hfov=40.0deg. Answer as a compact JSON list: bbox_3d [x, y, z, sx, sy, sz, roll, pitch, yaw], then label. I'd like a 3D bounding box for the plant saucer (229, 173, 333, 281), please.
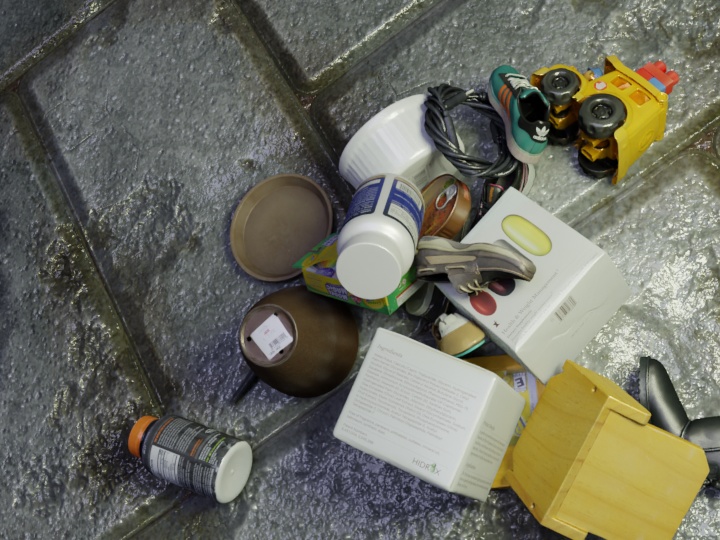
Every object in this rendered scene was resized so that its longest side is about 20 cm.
[{"bbox_3d":[-0.137,-0.074,1.742,0.199,0.029,0.202,-7,70,19],"label":"plant saucer"}]

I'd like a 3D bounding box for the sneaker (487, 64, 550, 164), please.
[{"bbox_3d":[0.252,-0.259,1.517,0.071,0.080,0.201,4,49,-20],"label":"sneaker"}]

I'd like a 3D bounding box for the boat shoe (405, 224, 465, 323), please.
[{"bbox_3d":[0.132,-0.015,1.599,0.072,0.060,0.202,0,67,58],"label":"boat shoe"}]

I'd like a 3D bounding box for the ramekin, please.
[{"bbox_3d":[0.072,-0.180,1.602,0.200,0.200,0.098,-37,70,7],"label":"ramekin"}]

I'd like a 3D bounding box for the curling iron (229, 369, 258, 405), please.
[{"bbox_3d":[-0.153,0.154,1.675,0.200,0.026,0.050,-45,66,3],"label":"curling iron"}]

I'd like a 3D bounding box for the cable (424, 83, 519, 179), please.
[{"bbox_3d":[0.172,-0.219,1.526,0.051,0.162,0.201,-52,22,43],"label":"cable"}]

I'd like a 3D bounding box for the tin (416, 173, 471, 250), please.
[{"bbox_3d":[0.102,-0.070,1.592,0.200,0.042,0.112,-44,38,32],"label":"tin"}]

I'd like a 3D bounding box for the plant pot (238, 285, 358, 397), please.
[{"bbox_3d":[-0.114,0.107,1.556,0.185,0.200,0.189,-1,83,12],"label":"plant pot"}]

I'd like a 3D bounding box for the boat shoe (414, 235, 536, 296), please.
[{"bbox_3d":[0.159,0.002,1.399,0.199,0.074,0.074,10,80,45],"label":"boat shoe"}]

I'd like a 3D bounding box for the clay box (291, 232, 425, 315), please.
[{"bbox_3d":[0.000,0.000,1.547,0.199,0.048,0.115,14,42,40],"label":"clay box"}]

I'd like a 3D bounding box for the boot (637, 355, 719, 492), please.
[{"bbox_3d":[0.474,0.214,1.378,0.161,0.073,0.200,-6,78,22],"label":"boot"}]

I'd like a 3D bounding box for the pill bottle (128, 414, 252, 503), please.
[{"bbox_3d":[-0.287,0.302,1.636,0.199,0.106,0.107,16,79,25],"label":"pill bottle"}]

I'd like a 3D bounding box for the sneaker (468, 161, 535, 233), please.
[{"bbox_3d":[0.212,-0.103,1.578,0.080,0.086,0.201,13,78,25],"label":"sneaker"}]

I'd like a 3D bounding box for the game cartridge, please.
[{"bbox_3d":[0.210,0.229,1.502,0.175,0.032,0.202,-9,69,19],"label":"game cartridge"}]

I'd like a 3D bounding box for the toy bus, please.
[{"bbox_3d":[0.390,-0.268,1.546,0.192,0.136,0.200,-39,60,-9],"label":"toy bus"}]

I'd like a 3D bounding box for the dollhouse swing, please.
[{"bbox_3d":[0.345,0.266,1.382,0.201,0.175,0.182,-66,21,11],"label":"dollhouse swing"}]

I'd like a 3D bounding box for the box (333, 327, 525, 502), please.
[{"bbox_3d":[0.104,0.210,1.424,0.199,0.199,0.172,22,82,26],"label":"box"}]

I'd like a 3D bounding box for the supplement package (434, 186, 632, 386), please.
[{"bbox_3d":[0.250,0.023,1.464,0.191,0.147,0.200,-48,50,-1],"label":"supplement package"}]

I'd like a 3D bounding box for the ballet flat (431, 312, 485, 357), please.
[{"bbox_3d":[0.137,0.095,1.482,0.068,0.200,0.063,-30,87,-8],"label":"ballet flat"}]

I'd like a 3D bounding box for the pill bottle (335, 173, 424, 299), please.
[{"bbox_3d":[0.028,-0.051,1.457,0.115,0.116,0.200,-11,29,18],"label":"pill bottle"}]
